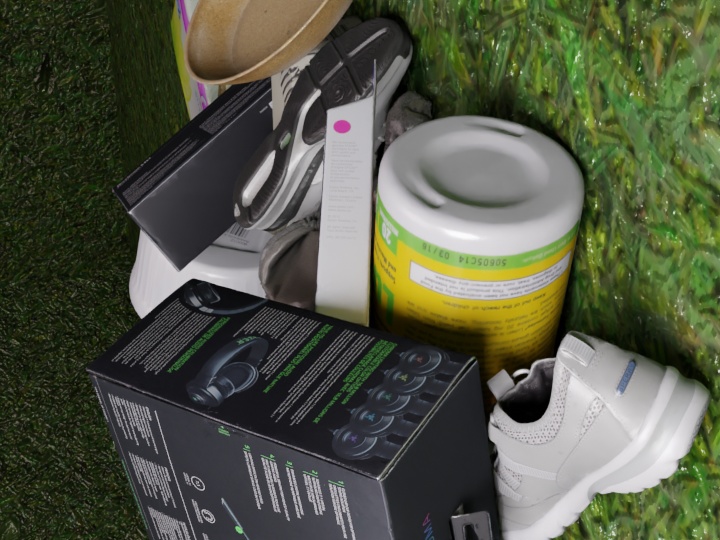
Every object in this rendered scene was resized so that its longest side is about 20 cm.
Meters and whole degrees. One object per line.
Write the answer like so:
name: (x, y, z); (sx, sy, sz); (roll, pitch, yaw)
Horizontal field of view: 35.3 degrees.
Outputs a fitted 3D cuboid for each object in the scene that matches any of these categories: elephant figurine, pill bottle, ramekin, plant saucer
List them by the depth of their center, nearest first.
pill bottle: (0.060, 0.024, 0.653); (0.112, 0.109, 0.202); (-118, 24, -47)
elephant figurine: (0.000, 0.000, 0.828); (0.142, 0.153, 0.203); (81, 175, -75)
plant saucer: (-0.056, -0.218, 0.872); (0.035, 0.200, 0.201); (37, -168, -36)
ramekin: (-0.145, -0.015, 1.209); (0.201, 0.198, 0.099); (-117, 31, -45)

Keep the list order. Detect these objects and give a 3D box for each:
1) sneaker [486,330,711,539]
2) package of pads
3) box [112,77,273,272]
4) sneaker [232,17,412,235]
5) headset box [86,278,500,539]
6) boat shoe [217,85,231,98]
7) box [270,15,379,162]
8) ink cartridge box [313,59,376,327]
sneaker: (0.097, 0.080, 0.586); (0.082, 0.075, 0.200); (37, 147, 0)
package of pads: (-0.187, -0.261, 1.417); (0.155, 0.067, 0.203); (134, 125, -70)
box: (-0.130, -0.104, 1.067); (0.079, 0.200, 0.141); (51, 174, -23)
sneaker: (-0.003, -0.098, 0.876); (0.201, 0.114, 0.076); (-49, 43, 27)
headset box: (-0.023, 0.117, 0.596); (0.198, 0.093, 0.176); (13, 130, 33)
boat shoe: (-0.114, -0.158, 1.171); (0.072, 0.065, 0.204); (35, -123, -85)
box: (-0.029, -0.103, 0.944); (0.069, 0.081, 0.202); (-122, 25, -51)
ink cartridge box: (-0.008, -0.025, 0.689); (0.095, 0.036, 0.202); (94, -179, -54)
